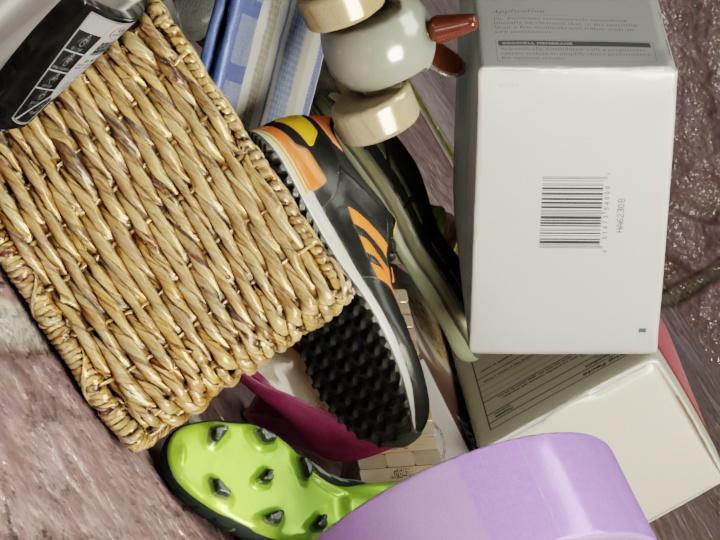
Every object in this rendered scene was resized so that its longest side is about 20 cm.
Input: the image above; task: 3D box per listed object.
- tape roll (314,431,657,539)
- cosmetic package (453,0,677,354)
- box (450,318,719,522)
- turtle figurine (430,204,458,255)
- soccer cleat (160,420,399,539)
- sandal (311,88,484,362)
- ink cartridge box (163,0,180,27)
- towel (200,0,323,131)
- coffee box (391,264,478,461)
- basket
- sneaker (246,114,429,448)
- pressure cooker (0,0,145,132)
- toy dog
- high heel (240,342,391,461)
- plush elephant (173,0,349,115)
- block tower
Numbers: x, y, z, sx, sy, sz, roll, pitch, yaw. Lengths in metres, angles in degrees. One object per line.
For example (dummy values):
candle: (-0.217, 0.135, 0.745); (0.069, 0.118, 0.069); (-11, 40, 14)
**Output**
tape roll: (0.059, 0.167, 1.569); (0.200, 0.200, 0.066); (35, 27, -62)
cosmetic package: (0.122, -0.083, 1.826); (0.200, 0.123, 0.200); (-90, 180, -59)
box: (0.142, 0.077, 1.909); (0.109, 0.128, 0.200); (56, 10, -27)
turtle figurine: (-0.001, -0.044, 1.993); (0.161, 0.064, 0.200); (22, -15, 28)
soccer cleat: (-0.038, 0.134, 1.600); (0.200, 0.081, 0.068); (21, 55, -37)
sandal: (0.016, -0.026, 1.873); (0.201, 0.057, 0.080); (63, 18, 6)
ink cartridge box: (-0.167, -0.128, 1.662); (0.160, 0.047, 0.200); (-17, 92, -54)
towel: (-0.059, -0.123, 1.730); (0.200, 0.024, 0.147); (5, 99, -76)
coffee box: (0.033, 0.097, 1.918); (0.200, 0.080, 0.114); (64, 13, 24)
basket: (-0.120, -0.026, 1.556); (0.200, 0.149, 0.143); (55, -5, -7)
sneaker: (0.000, 0.000, 1.665); (0.090, 0.070, 0.200); (-27, 88, -45)
pressure cooker: (-0.183, -0.176, 1.409); (0.179, 0.200, 0.176); (37, 19, -46)
toy dog: (0.025, -0.156, 1.707); (0.200, 0.096, 0.132); (-92, 164, -47)
high heel: (-0.053, 0.038, 1.669); (0.200, 0.096, 0.067); (59, 46, -32)
plush elephant: (-0.057, -0.156, 2.001); (0.165, 0.200, 0.155); (-114, -178, -63)
block tower: (0.014, 0.101, 1.795); (0.054, 0.058, 0.200); (102, -21, -52)
